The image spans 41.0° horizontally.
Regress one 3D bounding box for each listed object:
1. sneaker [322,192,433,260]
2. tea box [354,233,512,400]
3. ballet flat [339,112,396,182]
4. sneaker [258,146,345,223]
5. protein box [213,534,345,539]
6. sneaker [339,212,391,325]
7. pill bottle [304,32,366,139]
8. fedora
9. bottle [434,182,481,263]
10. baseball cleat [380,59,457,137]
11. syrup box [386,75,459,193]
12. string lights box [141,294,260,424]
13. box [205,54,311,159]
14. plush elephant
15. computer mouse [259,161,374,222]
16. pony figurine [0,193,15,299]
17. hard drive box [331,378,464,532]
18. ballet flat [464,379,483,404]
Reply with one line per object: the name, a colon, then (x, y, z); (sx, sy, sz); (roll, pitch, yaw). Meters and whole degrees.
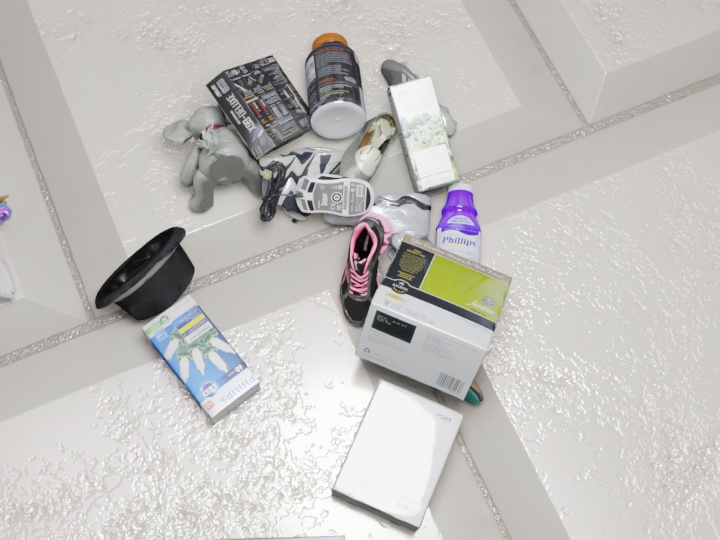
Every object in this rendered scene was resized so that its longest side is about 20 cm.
sneaker: (0.036, -0.076, 1.734); (0.200, 0.075, 0.115); (-4, 67, -7)
tea box: (0.123, 0.074, 1.601); (0.200, 0.134, 0.197); (23, 43, 6)
ballet flat: (0.016, -0.222, 1.765); (0.067, 0.064, 0.200); (41, 47, -19)
sneaker: (-0.097, -0.154, 1.766); (0.079, 0.130, 0.199); (18, 23, 41)
protein box: (-0.120, 0.512, 1.467); (0.200, 0.135, 0.199); (-1, 69, -3)
sneaker: (0.000, 0.000, 1.665); (0.079, 0.095, 0.200); (9, 98, 11)
pill bottle: (-0.050, -0.354, 1.813); (0.106, 0.106, 0.200); (-4, 57, -4)
fedora: (-0.357, 0.018, 1.656); (0.201, 0.201, 0.092); (-48, 110, -18)
bottle: (0.177, -0.060, 1.740); (0.083, 0.065, 0.200); (6, 69, -1)
baseball cleat: (0.091, -0.316, 1.833); (0.106, 0.070, 0.200); (-41, 75, -16)
syrup box: (0.113, -0.247, 1.759); (0.079, 0.081, 0.200); (-16, 94, -1)
string lights box: (-0.270, 0.151, 1.641); (0.103, 0.059, 0.200); (-37, 75, -16)
box: (-0.172, -0.298, 1.736); (0.050, 0.200, 0.158); (-31, 97, 28)
plush elephant: (-0.263, -0.227, 1.743); (0.165, 0.200, 0.155); (-19, 52, -2)
computer mouse: (-0.075, -0.133, 1.689); (0.200, 0.044, 0.110); (4, 110, -4)
pony figurine: (-0.692, -0.037, 1.661); (0.200, 0.167, 0.193); (-18, 62, 7)
hard drive box: (0.061, 0.304, 1.588); (0.156, 0.077, 0.200); (23, 70, 6)
ballet flat: (0.135, 0.153, 1.658); (0.200, 0.068, 0.067); (31, 63, 7)
